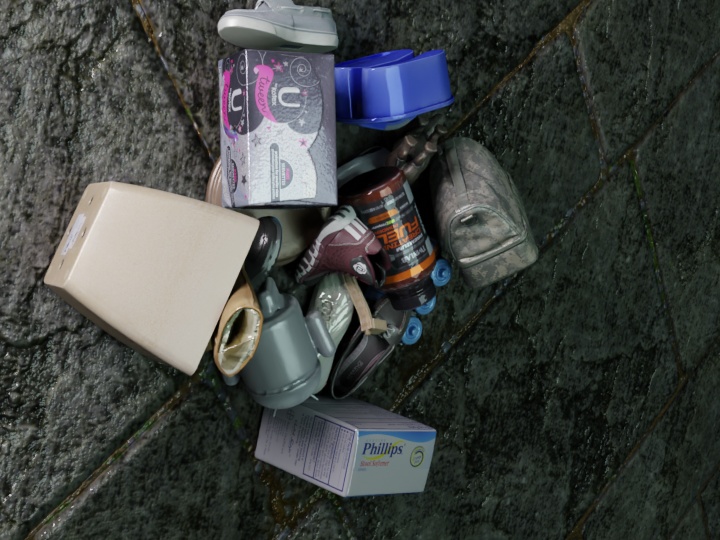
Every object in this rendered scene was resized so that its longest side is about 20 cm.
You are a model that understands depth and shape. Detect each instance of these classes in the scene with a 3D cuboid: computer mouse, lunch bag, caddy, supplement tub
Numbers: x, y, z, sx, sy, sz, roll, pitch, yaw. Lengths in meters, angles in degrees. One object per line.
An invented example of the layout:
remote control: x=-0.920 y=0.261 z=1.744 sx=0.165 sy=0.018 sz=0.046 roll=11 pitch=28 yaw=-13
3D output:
computer mouse: x=-0.005 y=-0.133 z=1.773 sx=0.200 sy=0.044 sz=0.110 roll=-35 pitch=107 yaw=-37
lunch bag: x=0.182 y=-0.101 z=1.881 sx=0.201 sy=0.139 sz=0.168 roll=-98 pitch=161 yaw=-47
caddy: x=0.047 y=-0.259 z=1.733 sx=0.199 sy=0.141 sz=0.106 roll=-22 pitch=114 yaw=-40
supplement tub: x=0.046 y=-0.043 z=1.726 sx=0.107 sy=0.107 sz=0.201 roll=-36 pitch=114 yaw=-34

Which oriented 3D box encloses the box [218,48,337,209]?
box: x=-0.111 y=-0.182 z=1.557 sx=0.131 sy=0.115 sz=0.201 roll=-2 pitch=91 yaw=-26

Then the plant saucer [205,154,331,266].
plant saucer: x=-0.121 y=-0.100 z=1.652 sx=0.199 sy=0.029 sz=0.201 roll=-8 pitch=105 yaw=-30

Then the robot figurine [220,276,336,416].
robot figurine: x=-0.122 y=0.111 z=1.672 sx=0.113 sy=0.169 sz=0.201 roll=-85 pitch=159 yaw=-66

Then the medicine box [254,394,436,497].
medicine box: x=-0.023 y=0.258 z=1.766 sx=0.182 sy=0.199 sz=0.104 roll=9 pitch=95 yaw=-47

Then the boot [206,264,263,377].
boot: x=-0.176 y=0.070 z=1.472 sx=0.066 sy=0.200 sz=0.176 roll=8 pitch=116 yaw=-18

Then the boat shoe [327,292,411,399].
boat shoe: x=0.016 y=0.118 z=1.812 sx=0.200 sy=0.067 sz=0.057 roll=-56 pitch=-176 yaw=18

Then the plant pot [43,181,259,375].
plant pot: x=-0.267 y=-0.008 z=1.434 sx=0.176 sy=0.200 sz=0.201 roll=27 pitch=81 yaw=-25

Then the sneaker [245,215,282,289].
sneaker: x=-0.184 y=0.002 z=1.585 sx=0.082 sy=0.073 sz=0.200 roll=37 pitch=94 yaw=-35

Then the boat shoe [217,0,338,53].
boat shoe: x=-0.113 y=-0.340 z=1.603 sx=0.200 sy=0.070 sz=0.072 roll=-2 pitch=83 yaw=-45

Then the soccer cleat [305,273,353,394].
soccer cleat: x=-0.061 y=0.093 z=1.772 sx=0.077 sy=0.069 sz=0.201 roll=3 pitch=103 yaw=-64

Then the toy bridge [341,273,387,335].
toy bridge: x=0.000 y=0.000 z=1.775 sx=0.067 sy=0.027 sz=0.201 roll=14 pitch=63 yaw=-47

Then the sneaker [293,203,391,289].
sneaker: x=-0.022 y=-0.003 z=1.687 sx=0.076 sy=0.115 sz=0.200 roll=-48 pitch=176 yaw=-29

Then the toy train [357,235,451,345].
toy train: x=0.064 y=0.027 z=1.881 sx=0.114 sy=0.087 sz=0.201 roll=35 pitch=78 yaw=-37

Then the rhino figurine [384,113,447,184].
rhino figurine: x=0.088 y=-0.192 z=1.807 sx=0.088 sy=0.060 sz=0.200 roll=-54 pitch=-178 yaw=32
